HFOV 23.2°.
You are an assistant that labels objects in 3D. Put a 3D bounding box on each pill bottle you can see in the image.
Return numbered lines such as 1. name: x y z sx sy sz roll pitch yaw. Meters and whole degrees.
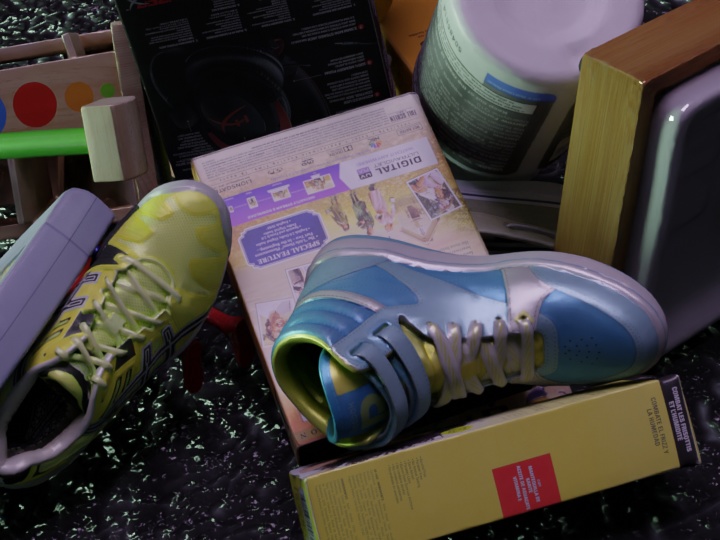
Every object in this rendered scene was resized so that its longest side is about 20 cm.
1. pill bottle: 0.092 -0.124 1.053 0.113 0.200 0.115 2 72 -7

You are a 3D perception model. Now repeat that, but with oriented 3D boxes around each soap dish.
1. soap dish: 0.182 -0.057 0.982 0.157 0.201 0.081 -28 49 -32

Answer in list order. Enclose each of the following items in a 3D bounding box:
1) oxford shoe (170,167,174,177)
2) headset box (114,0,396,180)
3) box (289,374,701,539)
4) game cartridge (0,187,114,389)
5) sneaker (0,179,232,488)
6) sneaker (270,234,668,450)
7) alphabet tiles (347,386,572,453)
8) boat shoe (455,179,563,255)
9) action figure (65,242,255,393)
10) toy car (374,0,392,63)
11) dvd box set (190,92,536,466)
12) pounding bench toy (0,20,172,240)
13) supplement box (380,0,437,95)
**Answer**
1. oxford shoe: -0.054 -0.092 1.192 0.198 0.074 0.071 8 37 20
2. headset box: -0.056 -0.122 1.089 0.147 0.201 0.075 -12 39 5
3. box: 0.067 0.101 0.896 0.198 0.051 0.075 -14 -1 -11
4. game cartridge: -0.212 0.045 0.967 0.133 0.041 0.201 -29 25 51
5. sneaker: -0.134 0.040 0.950 0.201 0.075 0.076 -55 9 0
6. sneaker: 0.048 0.048 0.883 0.198 0.080 0.131 5 32 21
7. alphabet tiles: 0.064 0.053 1.027 0.165 0.008 0.201 -10 36 -5
8. boat shoe: 0.046 -0.018 1.063 0.198 0.073 0.062 -5 32 -1
9. action figure: -0.152 0.021 1.075 0.065 0.052 0.199 -30 41 -35
10. toy car: -0.061 -0.212 1.232 0.149 0.177 0.200 3 7 -26
11. dvd box set: 0.000 0.000 1.006 0.145 0.029 0.201 -18 61 -10
12. pounding bench toy: -0.207 -0.083 1.097 0.154 0.126 0.200 -9 7 -2
13. supplement box: 0.056 -0.139 1.248 0.066 0.069 0.200 -16 34 -11
